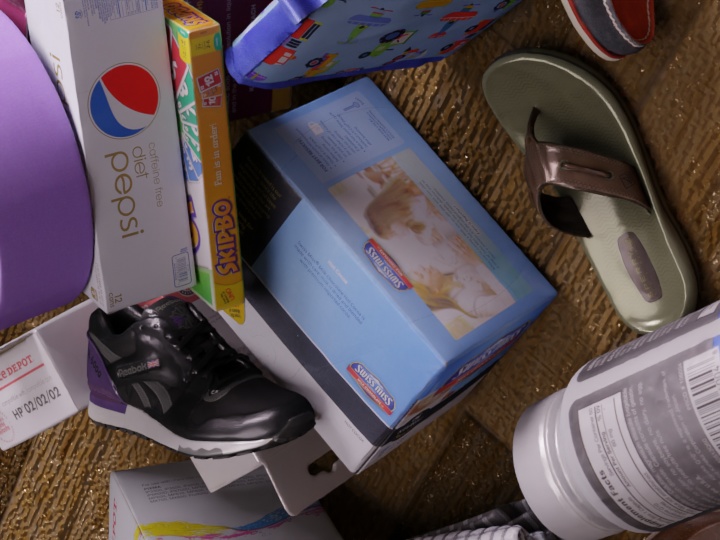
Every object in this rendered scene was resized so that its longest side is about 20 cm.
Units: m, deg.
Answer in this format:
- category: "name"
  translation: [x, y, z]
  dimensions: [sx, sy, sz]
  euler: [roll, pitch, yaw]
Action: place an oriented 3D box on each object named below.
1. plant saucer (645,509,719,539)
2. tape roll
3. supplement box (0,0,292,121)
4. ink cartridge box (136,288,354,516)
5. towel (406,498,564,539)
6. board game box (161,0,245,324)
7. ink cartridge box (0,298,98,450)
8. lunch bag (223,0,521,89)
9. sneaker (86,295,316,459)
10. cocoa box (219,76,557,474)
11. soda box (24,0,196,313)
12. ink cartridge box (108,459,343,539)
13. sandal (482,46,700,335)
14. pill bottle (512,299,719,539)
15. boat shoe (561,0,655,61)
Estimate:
- category: "plant saucer"
  translation: [0.260, 0.236, 1.241]
  dimensions: [0.199, 0.034, 0.202]
  euler: [15, 117, 31]
- category: "tape roll"
  translation: [-0.241, -0.063, 1.195]
  dimensions: [0.200, 0.065, 0.201]
  euler: [36, 138, 41]
- category: "supplement box"
  translation: [-0.158, -0.153, 1.273]
  dimensions: [0.131, 0.199, 0.104]
  euler: [32, 129, 44]
- category: "ink cartridge box"
  translation: [-0.083, 0.075, 1.388]
  dimensions: [0.067, 0.116, 0.201]
  euler: [-32, 88, 43]
- category: "towel"
  translation: [0.107, 0.257, 1.344]
  dimensions: [0.165, 0.085, 0.201]
  euler: [-22, 97, 44]
- category: "board game box"
  translation: [-0.107, -0.068, 1.198]
  dimensions: [0.095, 0.030, 0.201]
  euler: [37, 140, 51]
- category: "ink cartridge box"
  translation: [-0.207, 0.065, 1.422]
  dimensions: [0.115, 0.200, 0.068]
  euler: [-28, 91, 47]
- category: "lunch bag"
  translation: [0.018, -0.170, 1.141]
  dimensions: [0.150, 0.200, 0.094]
  euler: [-35, 87, 42]
- category: "sneaker"
  translation: [-0.115, 0.065, 1.277]
  dimensions: [0.199, 0.075, 0.088]
  euler: [7, 109, 42]
- category: "cocoa box"
  translation: [0.000, 0.000, 1.276]
  dimensions: [0.200, 0.133, 0.131]
  euler: [49, 133, 12]
- category: "soda box"
  translation: [-0.149, -0.082, 1.171]
  dimensions: [0.068, 0.063, 0.201]
  euler: [33, 134, 53]
- category: "ink cartridge box"
  translation: [-0.090, 0.243, 1.401]
  dimensions: [0.200, 0.144, 0.146]
  euler: [-128, 38, -55]
- category: "sandal"
  translation: [0.140, -0.048, 1.194]
  dimensions: [0.080, 0.057, 0.202]
  euler: [-33, 87, 42]
- category: "pill bottle"
  translation: [0.192, 0.092, 1.177]
  dimensions: [0.200, 0.114, 0.114]
  euler: [-29, 90, 43]
- category: "boat shoe"
  translation: [0.142, -0.220, 1.112]
  dimensions: [0.062, 0.071, 0.201]
  euler: [-4, 102, 37]
